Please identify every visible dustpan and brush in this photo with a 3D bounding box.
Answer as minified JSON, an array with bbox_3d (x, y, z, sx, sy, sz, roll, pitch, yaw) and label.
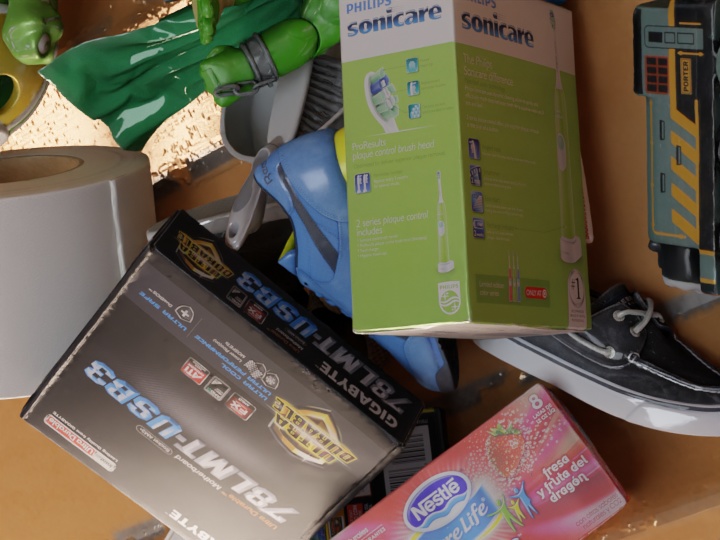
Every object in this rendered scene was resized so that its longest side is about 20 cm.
[{"bbox_3d":[-0.046,-0.086,1.252,0.139,0.057,0.201,-10,54,34],"label":"dustpan and brush"}]

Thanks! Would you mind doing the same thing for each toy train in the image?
[{"bbox_3d":[0.219,-0.076,1.156,0.113,0.085,0.202,10,111,42],"label":"toy train"}]

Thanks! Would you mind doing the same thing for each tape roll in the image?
[{"bbox_3d":[-0.241,-0.004,1.387,0.201,0.202,0.140,3,105,31],"label":"tape roll"}]

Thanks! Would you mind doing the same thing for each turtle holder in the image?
[{"bbox_3d":[-0.272,-0.157,1.394,0.184,0.141,0.133,-7,74,19],"label":"turtle holder"}]

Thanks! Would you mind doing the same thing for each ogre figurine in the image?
[{"bbox_3d":[-0.054,-0.215,1.237,0.098,0.119,0.202,124,136,-73],"label":"ogre figurine"}]

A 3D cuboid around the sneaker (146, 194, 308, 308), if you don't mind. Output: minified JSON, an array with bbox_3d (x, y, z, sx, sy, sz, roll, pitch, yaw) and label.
[{"bbox_3d":[-0.035,-0.006,1.281,0.198,0.071,0.100,-13,105,17],"label":"sneaker"}]

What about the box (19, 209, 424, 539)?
[{"bbox_3d":[-0.091,0.088,1.239,0.200,0.050,0.199,39,130,-6],"label":"box"}]

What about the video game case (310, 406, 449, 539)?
[{"bbox_3d":[-0.019,0.204,1.332,0.179,0.025,0.202,-8,82,11],"label":"video game case"}]

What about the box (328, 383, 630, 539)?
[{"bbox_3d":[0.068,0.169,1.254,0.199,0.103,0.095,-37,80,5],"label":"box"}]

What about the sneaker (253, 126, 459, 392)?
[{"bbox_3d":[0.000,0.000,1.214,0.078,0.066,0.201,-20,121,14],"label":"sneaker"}]

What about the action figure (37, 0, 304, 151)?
[{"bbox_3d":[-0.108,-0.163,1.330,0.199,0.118,0.055,-28,58,19],"label":"action figure"}]

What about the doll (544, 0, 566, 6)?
[{"bbox_3d":[0.098,-0.217,1.206,0.199,0.048,0.137,20,124,28],"label":"doll"}]

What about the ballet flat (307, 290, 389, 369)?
[{"bbox_3d":[-0.022,0.077,1.365,0.067,0.046,0.201,24,115,24],"label":"ballet flat"}]

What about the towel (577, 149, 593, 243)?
[{"bbox_3d":[0.057,-0.068,1.272,0.199,0.030,0.148,-15,80,34],"label":"towel"}]

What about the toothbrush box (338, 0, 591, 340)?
[{"bbox_3d":[0.064,-0.062,1.161,0.086,0.145,0.202,-5,85,34],"label":"toothbrush box"}]

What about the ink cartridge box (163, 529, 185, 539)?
[{"bbox_3d":[-0.058,0.262,1.417,0.200,0.084,0.146,42,121,15],"label":"ink cartridge box"}]

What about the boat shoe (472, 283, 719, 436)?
[{"bbox_3d":[0.161,0.043,1.231,0.199,0.071,0.068,24,115,34],"label":"boat shoe"}]
